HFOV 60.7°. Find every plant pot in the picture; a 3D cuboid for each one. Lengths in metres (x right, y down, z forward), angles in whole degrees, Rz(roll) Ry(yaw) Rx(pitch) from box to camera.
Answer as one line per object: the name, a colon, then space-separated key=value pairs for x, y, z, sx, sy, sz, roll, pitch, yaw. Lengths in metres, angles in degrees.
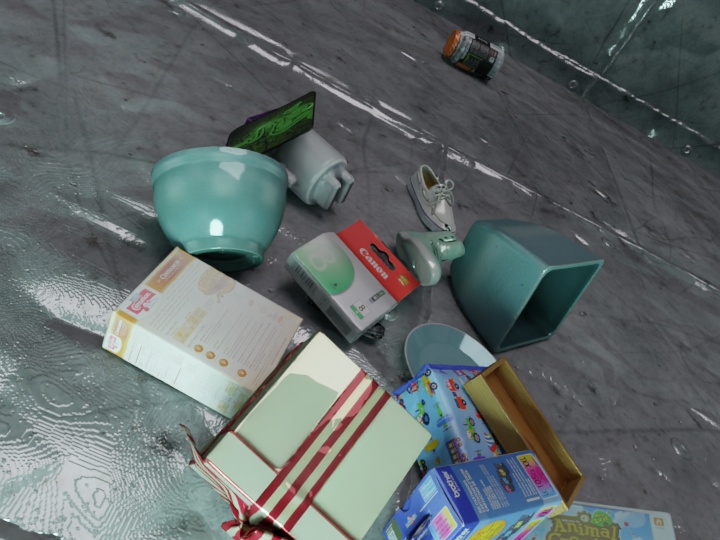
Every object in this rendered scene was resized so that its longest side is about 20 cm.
plant pot: x=0.289 y=0.004 z=1.163 sx=0.195 sy=0.197 sz=0.200 roll=-5 pitch=42 yaw=-40
plant pot: x=-0.203 y=-0.074 z=0.898 sx=0.200 sy=0.200 sz=0.135 roll=7 pitch=70 yaw=-31

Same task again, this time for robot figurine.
robot figurine: x=-0.106 y=-0.205 z=1.168 sx=0.200 sy=0.113 sz=0.169 roll=44 pitch=38 yaw=15

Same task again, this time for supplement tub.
supplement tub: x=0.409 y=-0.786 z=2.234 sx=0.200 sy=0.123 sz=0.123 roll=21 pitch=37 yaw=-16

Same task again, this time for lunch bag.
lunch bag: x=0.169 y=0.215 z=0.880 sx=0.200 sy=0.094 sz=0.151 roll=3 pitch=54 yaw=-36

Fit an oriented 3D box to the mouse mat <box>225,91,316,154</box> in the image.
mouse mat: x=-0.172 y=-0.259 z=1.143 sx=0.161 sy=0.200 sz=0.008 roll=-92 pitch=156 yaw=-50

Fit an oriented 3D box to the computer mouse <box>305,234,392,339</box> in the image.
computer mouse: x=-0.007 y=0.022 z=1.035 sx=0.138 sy=0.053 sz=0.200 roll=29 pitch=48 yaw=-8

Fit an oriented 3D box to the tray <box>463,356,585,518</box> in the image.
tray: x=0.226 y=0.224 z=0.849 sx=0.099 sy=0.037 sz=0.200 roll=-14 pitch=70 yaw=-57

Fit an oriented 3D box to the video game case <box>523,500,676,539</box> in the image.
video game case: x=0.298 y=0.374 z=0.771 sx=0.199 sy=0.022 sz=0.182 roll=3 pitch=35 yaw=13

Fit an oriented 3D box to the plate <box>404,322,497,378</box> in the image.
plate: x=0.154 y=0.169 z=0.998 sx=0.200 sy=0.026 sz=0.200 roll=21 pitch=36 yaw=-16

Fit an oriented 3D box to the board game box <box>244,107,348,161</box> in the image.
board game box: x=-0.133 y=-0.266 z=1.295 sx=0.200 sy=0.032 sz=0.120 roll=38 pitch=40 yaw=7

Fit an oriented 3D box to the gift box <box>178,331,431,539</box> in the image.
gift box: x=-0.076 y=0.188 z=0.637 sx=0.200 sy=0.185 sz=0.187 roll=40 pitch=63 yaw=1

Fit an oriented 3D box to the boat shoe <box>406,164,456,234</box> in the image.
boat shoe: x=0.170 y=-0.162 z=1.348 sx=0.074 sy=0.086 sz=0.202 roll=10 pitch=41 yaw=-28

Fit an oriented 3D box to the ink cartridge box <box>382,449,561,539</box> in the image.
ink cartridge box: x=0.120 y=0.293 z=0.730 sx=0.200 sy=0.137 sz=0.076 roll=4 pitch=39 yaw=-33

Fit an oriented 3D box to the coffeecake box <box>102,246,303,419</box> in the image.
coffeecake box: x=-0.198 y=0.080 z=0.797 sx=0.200 sy=0.073 sz=0.154 roll=30 pitch=36 yaw=-3

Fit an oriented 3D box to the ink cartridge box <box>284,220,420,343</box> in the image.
ink cartridge box: x=0.000 y=0.000 z=0.988 sx=0.161 sy=0.050 sz=0.200 roll=48 pitch=50 yaw=7

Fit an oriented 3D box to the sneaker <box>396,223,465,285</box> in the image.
sneaker: x=0.143 y=-0.034 z=1.116 sx=0.118 sy=0.074 sz=0.200 roll=-6 pitch=22 yaw=-8
